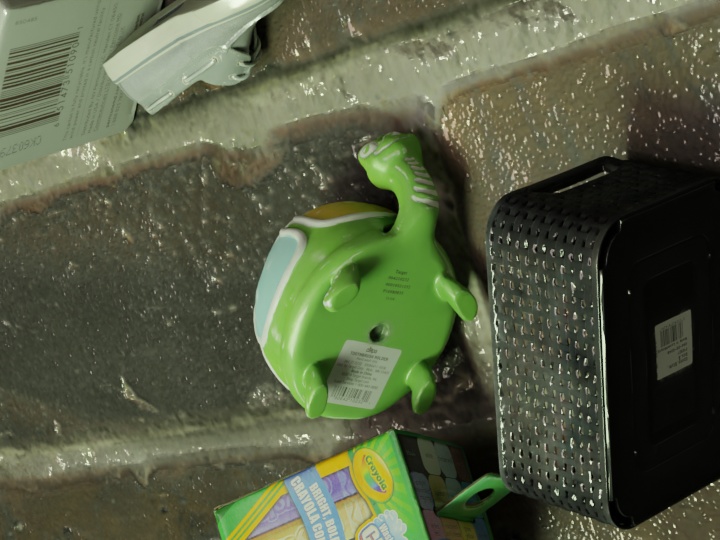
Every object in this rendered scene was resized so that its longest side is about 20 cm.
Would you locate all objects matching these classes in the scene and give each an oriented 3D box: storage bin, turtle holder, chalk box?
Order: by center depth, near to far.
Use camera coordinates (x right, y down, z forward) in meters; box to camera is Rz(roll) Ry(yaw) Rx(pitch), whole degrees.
[{"bbox_3d":[0.160,0.042,1.366,0.094,0.135,0.201,16,118,44],"label":"storage bin"},{"bbox_3d":[-0.010,0.006,1.540,0.132,0.140,0.186,46,147,49],"label":"turtle holder"},{"bbox_3d":[0.021,0.194,1.553,0.199,0.124,0.124,-24,70,22],"label":"chalk box"}]

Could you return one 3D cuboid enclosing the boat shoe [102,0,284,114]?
[{"bbox_3d":[-0.109,-0.172,1.636,0.200,0.070,0.072,-23,114,44],"label":"boat shoe"}]

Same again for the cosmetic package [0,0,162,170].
[{"bbox_3d":[-0.285,-0.210,1.728,0.200,0.165,0.165,44,133,26],"label":"cosmetic package"}]
